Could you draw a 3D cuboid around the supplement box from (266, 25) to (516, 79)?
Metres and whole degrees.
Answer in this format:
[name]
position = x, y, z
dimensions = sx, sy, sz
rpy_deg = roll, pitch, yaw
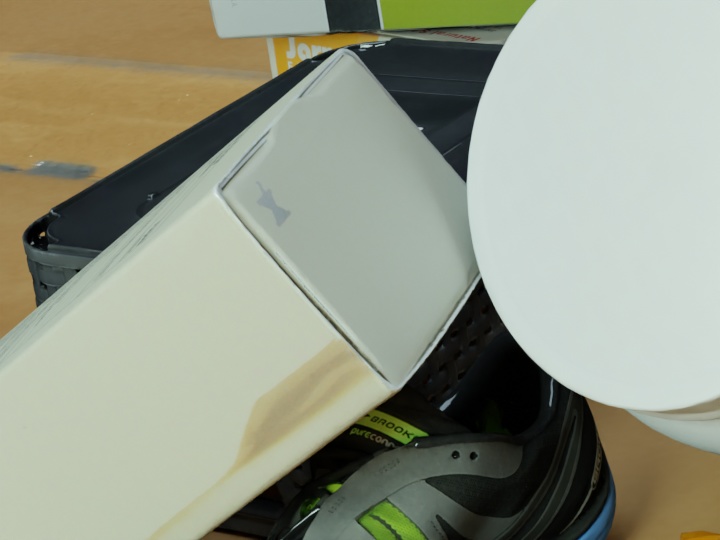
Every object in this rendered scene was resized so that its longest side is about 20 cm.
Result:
[supplement box]
position = 0.076, -0.095, 1.219
dimensions = 0.200, 0.074, 0.126
rpy_deg = -27, 28, -38

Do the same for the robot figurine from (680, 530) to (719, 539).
[robot figurine]
position = 0.098, 0.104, 0.737
dimensions = 0.199, 0.059, 0.145
rpy_deg = -12, 22, -4

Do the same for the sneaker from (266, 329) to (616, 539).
[sneaker]
position = -0.004, 0.074, 0.822
dimensions = 0.071, 0.083, 0.199
rpy_deg = 9, 29, 40

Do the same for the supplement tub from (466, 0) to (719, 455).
[supplement tub]
position = 0.137, -0.019, 0.826
dimensions = 0.144, 0.145, 0.200
rpy_deg = 10, 3, 40

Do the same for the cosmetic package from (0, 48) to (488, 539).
[cosmetic package]
position = -0.063, 0.037, 0.820
dimensions = 0.200, 0.071, 0.105
rpy_deg = -38, 7, 33

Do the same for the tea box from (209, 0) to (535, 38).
[tea box]
position = 0.053, -0.188, 1.176
dimensions = 0.196, 0.134, 0.200
rpy_deg = -1, 24, 18

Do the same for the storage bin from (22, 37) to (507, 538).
[storage bin]
position = 0.000, 0.000, 0.991
dimensions = 0.135, 0.094, 0.200
rpy_deg = 6, 27, 35
